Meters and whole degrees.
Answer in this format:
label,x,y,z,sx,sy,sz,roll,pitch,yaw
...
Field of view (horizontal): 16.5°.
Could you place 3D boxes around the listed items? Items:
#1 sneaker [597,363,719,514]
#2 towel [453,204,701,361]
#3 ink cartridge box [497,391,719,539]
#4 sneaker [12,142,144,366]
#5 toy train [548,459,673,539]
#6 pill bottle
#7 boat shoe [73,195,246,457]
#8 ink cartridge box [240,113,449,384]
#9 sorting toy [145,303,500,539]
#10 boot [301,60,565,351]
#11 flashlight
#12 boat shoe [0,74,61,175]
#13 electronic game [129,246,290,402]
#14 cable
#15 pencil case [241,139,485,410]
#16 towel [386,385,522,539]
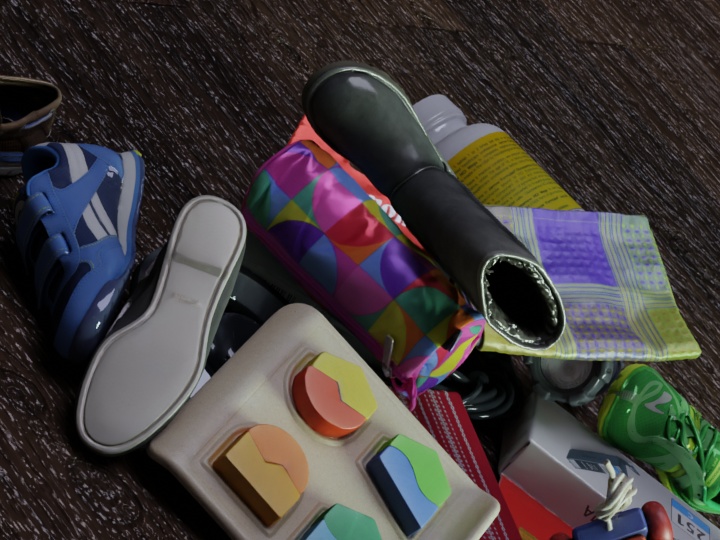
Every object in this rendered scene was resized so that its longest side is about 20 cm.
label,x,y,z,sx,sy,sz,roll,pitch,yaw
sneaker,0.257,0.136,1.967,0.084,0.074,0.200,18,-15,44
towel,0.152,0.007,1.858,0.200,0.023,0.144,6,49,-24
ink cartridge box,0.191,0.198,1.866,0.200,0.045,0.176,37,23,-8
sneaker,-0.192,-0.013,1.623,0.082,0.074,0.200,18,34,-15
toy train,0.185,0.219,1.687,0.200,0.085,0.116,76,-6,-62
pill bottle,0.104,-0.044,1.979,0.200,0.112,0.112,47,24,18
boat shoe,-0.126,0.043,1.583,0.067,0.057,0.200,25,59,-1
ink cartridge box,-0.002,-0.031,1.843,0.160,0.047,0.200,29,50,-1
sorting toy,-0.017,0.131,1.592,0.200,0.036,0.185,45,44,-1
boot,0.050,-0.045,1.716,0.182,0.073,0.200,40,14,-33
flashlight,0.174,0.073,1.952,0.068,0.068,0.200,38,6,13
boat shoe,-0.277,-0.109,1.650,0.072,0.072,0.200,49,25,17
electronic game,-0.080,0.065,1.686,0.200,0.042,0.200,39,26,-23
cable,0.057,0.058,1.911,0.163,0.051,0.200,35,20,-26
pencil case,0.000,0.000,1.738,0.200,0.088,0.088,47,24,16
towel,0.039,0.144,1.711,0.200,0.022,0.145,10,51,-56
